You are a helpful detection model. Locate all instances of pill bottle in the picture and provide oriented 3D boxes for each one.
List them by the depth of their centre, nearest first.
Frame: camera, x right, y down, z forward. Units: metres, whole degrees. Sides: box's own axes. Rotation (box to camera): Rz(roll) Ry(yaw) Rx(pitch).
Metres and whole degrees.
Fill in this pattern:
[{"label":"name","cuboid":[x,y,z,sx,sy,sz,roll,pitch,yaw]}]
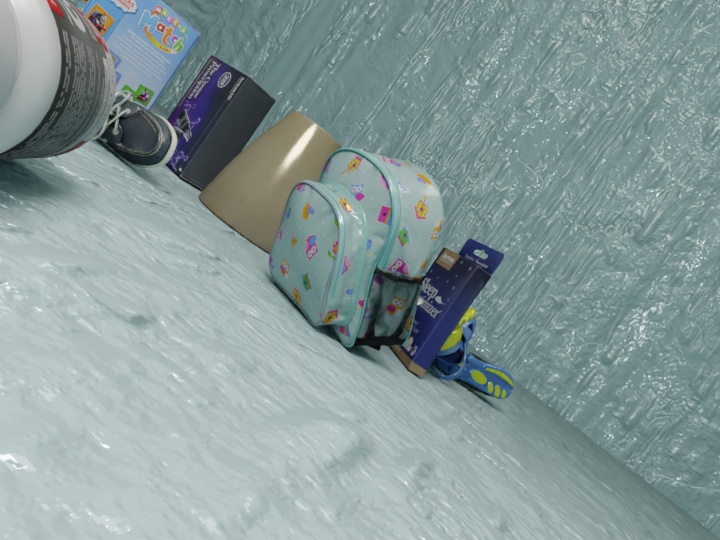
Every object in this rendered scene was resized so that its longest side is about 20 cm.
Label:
[{"label":"pill bottle","cuboid":[-0.216,-0.120,0.335,0.113,0.114,0.200,35,3,-16]}]

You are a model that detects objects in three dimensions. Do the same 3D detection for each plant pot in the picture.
[{"label":"plant pot","cuboid":[-0.125,-0.145,0.960,0.187,0.201,0.187,37,3,-2]}]

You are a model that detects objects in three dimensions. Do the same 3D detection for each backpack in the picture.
[{"label":"backpack","cuboid":[-0.005,-0.035,0.672,0.152,0.202,0.176,13,19,-38]}]

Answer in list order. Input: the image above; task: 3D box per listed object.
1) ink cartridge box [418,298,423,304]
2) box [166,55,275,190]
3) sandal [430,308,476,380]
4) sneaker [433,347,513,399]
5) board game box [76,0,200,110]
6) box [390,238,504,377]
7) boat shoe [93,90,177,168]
[{"label":"ink cartridge box","cuboid":[0.000,0.000,0.879,0.200,0.114,0.069,-138,-146,-62]},{"label":"box","cuboid":[-0.262,-0.256,1.046,0.141,0.201,0.079,37,3,36]},{"label":"sandal","cuboid":[0.147,0.116,0.980,0.079,0.088,0.200,-6,10,23]},{"label":"sneaker","cuboid":[0.184,0.172,1.084,0.199,0.071,0.083,34,-19,-10]},{"label":"board game box","cuboid":[-0.346,-0.307,0.854,0.037,0.201,0.151,38,3,41]},{"label":"box","cuboid":[0.113,0.041,0.849,0.032,0.201,0.121,34,3,-20]},{"label":"boat shoe","cuboid":[-0.308,-0.192,0.753,0.199,0.075,0.062,37,1,29]}]
